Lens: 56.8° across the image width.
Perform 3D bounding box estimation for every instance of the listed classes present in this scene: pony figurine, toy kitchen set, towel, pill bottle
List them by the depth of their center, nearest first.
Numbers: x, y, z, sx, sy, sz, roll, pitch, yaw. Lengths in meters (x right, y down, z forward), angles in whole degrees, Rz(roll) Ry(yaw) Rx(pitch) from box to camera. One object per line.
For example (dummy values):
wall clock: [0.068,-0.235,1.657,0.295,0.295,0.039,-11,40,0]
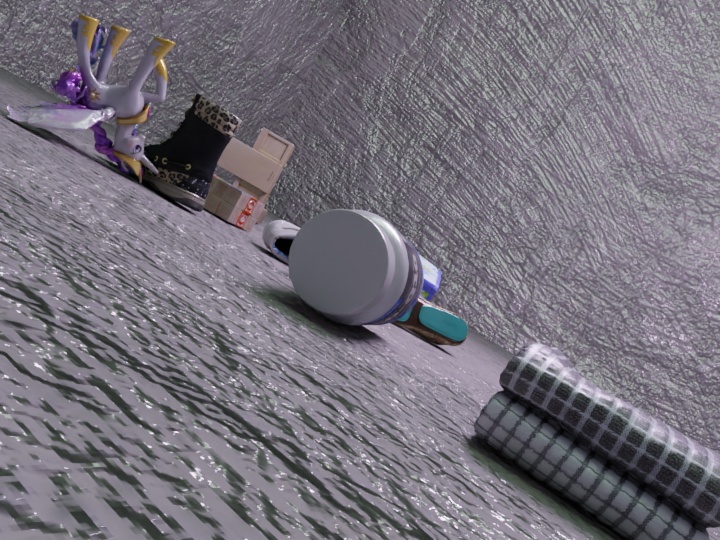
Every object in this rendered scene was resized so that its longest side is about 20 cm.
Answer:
towel: [0.184,0.128,0.511,0.165,0.086,0.200,31,2,20]
pill bottle: [0.000,0.000,0.688,0.113,0.114,0.200,30,2,13]
pony figurine: [-0.358,-0.235,0.911,0.192,0.202,0.167,12,13,-15]
toy kitchen set: [-0.269,-0.238,1.570,0.162,0.201,0.180,29,2,-3]

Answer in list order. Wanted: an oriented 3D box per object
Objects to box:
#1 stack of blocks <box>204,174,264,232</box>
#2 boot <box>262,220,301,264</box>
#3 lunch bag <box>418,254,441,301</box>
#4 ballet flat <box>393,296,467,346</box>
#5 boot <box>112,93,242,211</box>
stack of blocks: [-0.274,-0.145,1.215,0.199,0.059,0.115,30,2,21]
boot: [-0.059,-0.014,1.043,0.199,0.074,0.096,20,11,-18]
lunch bag: [0.055,0.003,1.240,0.169,0.128,0.200,29,-8,-1]
ballet flat: [0.075,0.067,1.047,0.199,0.071,0.065,32,-26,-11]
boot: [-0.277,-0.193,1.000,0.203,0.155,0.073,30,2,28]
